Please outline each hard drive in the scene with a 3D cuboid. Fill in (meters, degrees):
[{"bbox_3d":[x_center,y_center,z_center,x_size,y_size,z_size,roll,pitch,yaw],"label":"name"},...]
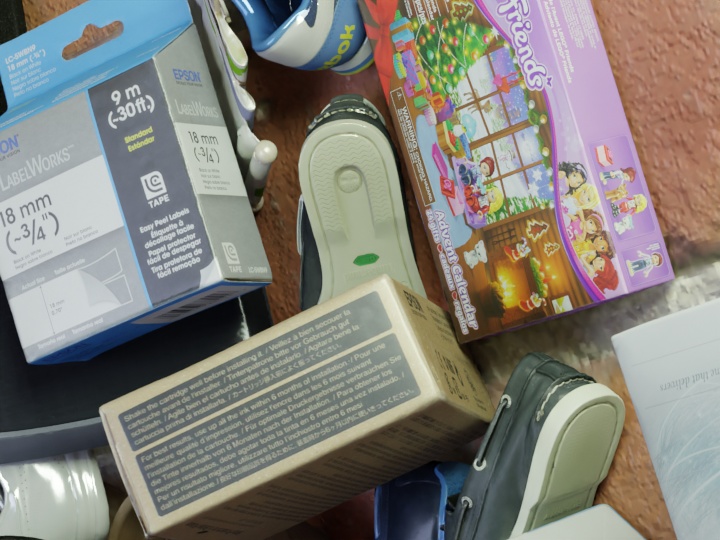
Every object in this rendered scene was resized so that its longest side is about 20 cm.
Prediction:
[{"bbox_3d":[-0.154,0.035,1.550,0.042,0.200,0.135,39,-143,-79],"label":"hard drive"}]

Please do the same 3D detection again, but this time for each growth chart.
[{"bbox_3d":[-0.085,-0.138,1.489,0.145,0.018,0.200,138,115,-79],"label":"growth chart"}]

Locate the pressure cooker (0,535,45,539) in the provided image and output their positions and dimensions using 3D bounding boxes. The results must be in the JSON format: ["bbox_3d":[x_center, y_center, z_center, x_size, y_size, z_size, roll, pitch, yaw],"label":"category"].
[{"bbox_3d":[-0.217,0.259,1.536,0.176,0.179,0.200,61,164,11],"label":"pressure cooker"}]

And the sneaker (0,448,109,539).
[{"bbox_3d":[-0.222,0.084,1.607,0.075,0.088,0.200,113,142,-59],"label":"sneaker"}]

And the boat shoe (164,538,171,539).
[{"bbox_3d":[-0.080,0.243,1.468,0.072,0.068,0.200,-13,92,51],"label":"boat shoe"}]

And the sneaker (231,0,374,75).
[{"bbox_3d":[-0.051,-0.201,1.419,0.074,0.082,0.200,-31,77,43],"label":"sneaker"}]

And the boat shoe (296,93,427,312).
[{"bbox_3d":[0.000,0.000,1.456,0.068,0.072,0.200,-100,6,-66],"label":"boat shoe"}]

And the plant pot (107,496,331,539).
[{"bbox_3d":[-0.062,0.211,1.563,0.201,0.093,0.201,21,118,45],"label":"plant pot"}]

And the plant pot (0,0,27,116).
[{"bbox_3d":[-0.316,-0.063,1.681,0.200,0.199,0.178,-51,54,45],"label":"plant pot"}]

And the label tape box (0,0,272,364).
[{"bbox_3d":[-0.149,-0.063,1.485,0.144,0.063,0.200,-23,79,27],"label":"label tape box"}]

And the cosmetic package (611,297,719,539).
[{"bbox_3d":[0.241,0.088,1.129,0.199,0.123,0.200,-23,85,52],"label":"cosmetic package"}]

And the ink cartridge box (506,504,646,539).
[{"bbox_3d":[0.085,0.231,1.371,0.067,0.116,0.200,41,131,34],"label":"ink cartridge box"}]

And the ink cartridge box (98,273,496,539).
[{"bbox_3d":[-0.026,0.077,1.347,0.165,0.200,0.075,-25,79,7],"label":"ink cartridge box"}]

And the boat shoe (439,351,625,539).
[{"bbox_3d":[0.076,0.130,1.383,0.066,0.074,0.200,44,132,37],"label":"boat shoe"}]

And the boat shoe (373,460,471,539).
[{"bbox_3d":[0.036,0.204,1.461,0.069,0.084,0.200,8,93,38],"label":"boat shoe"}]

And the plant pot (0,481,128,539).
[{"bbox_3d":[-0.228,0.214,1.715,0.174,0.200,0.200,-18,88,33],"label":"plant pot"}]

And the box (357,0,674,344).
[{"bbox_3d":[0.077,-0.072,1.343,0.137,0.039,0.200,-20,86,51],"label":"box"}]
